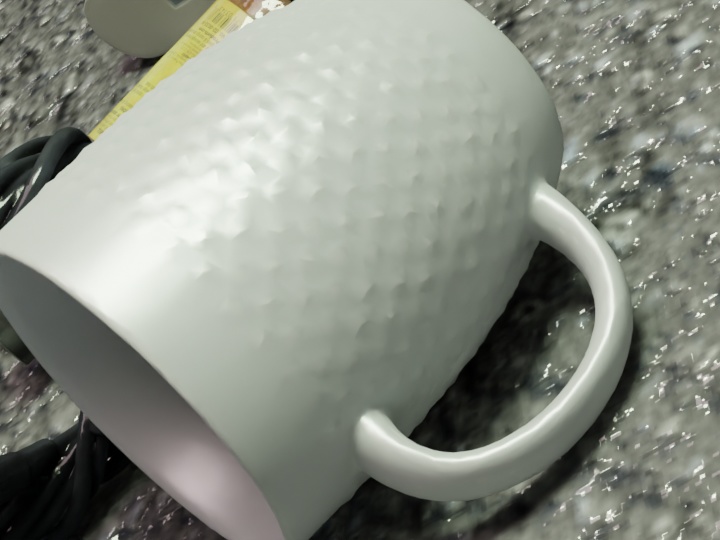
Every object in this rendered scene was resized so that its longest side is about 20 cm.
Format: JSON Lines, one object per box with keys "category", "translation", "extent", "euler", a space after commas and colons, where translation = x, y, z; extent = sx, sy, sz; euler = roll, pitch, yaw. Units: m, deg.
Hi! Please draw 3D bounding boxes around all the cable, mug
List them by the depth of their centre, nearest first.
{"category": "mug", "translation": [0.000, 0.000, 0.730], "extent": [0.200, 0.148, 0.175], "euler": [34, 69, 30]}
{"category": "cable", "translation": [-0.128, 0.035, 0.809], "extent": [0.200, 0.163, 0.051], "euler": [-50, 48, -9]}

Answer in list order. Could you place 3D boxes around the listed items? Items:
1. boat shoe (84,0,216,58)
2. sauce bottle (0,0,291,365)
{"category": "boat shoe", "translation": [-0.059, -0.170, 1.089], "extent": [0.200, 0.072, 0.069], "euler": [-27, 32, 44]}
{"category": "sauce bottle", "translation": [-0.098, -0.044, 0.965], "extent": [0.200, 0.066, 0.066], "euler": [-45, 29, -6]}
